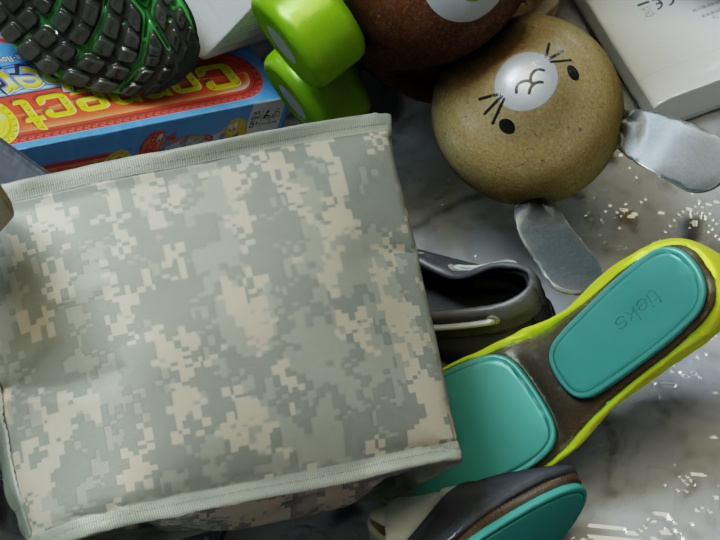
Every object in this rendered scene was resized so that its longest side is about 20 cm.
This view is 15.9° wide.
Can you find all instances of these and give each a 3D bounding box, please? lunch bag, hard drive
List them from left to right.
[{"bbox_3d":[-0.074,0.034,1.132,0.199,0.118,0.165,-9,78,-18],"label":"lunch bag"},{"bbox_3d":[0.173,-0.174,1.388,0.131,0.027,0.201,-20,55,-10],"label":"hard drive"}]

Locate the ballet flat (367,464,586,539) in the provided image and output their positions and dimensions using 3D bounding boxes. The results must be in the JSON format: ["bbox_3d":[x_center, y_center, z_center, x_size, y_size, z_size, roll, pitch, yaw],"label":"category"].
[{"bbox_3d":[0.015,0.143,1.143,0.073,0.073,0.200,35,66,26],"label":"ballet flat"}]

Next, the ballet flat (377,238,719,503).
[{"bbox_3d":[0.093,0.053,1.193,0.200,0.067,0.067,-35,74,20],"label":"ballet flat"}]

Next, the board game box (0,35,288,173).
[{"bbox_3d":[-0.170,-0.112,1.307,0.199,0.056,0.196,-14,50,-35],"label":"board game box"}]

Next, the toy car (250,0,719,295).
[{"bbox_3d":[0.074,-0.089,1.223,0.164,0.158,0.200,-38,76,-8],"label":"toy car"}]

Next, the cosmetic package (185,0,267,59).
[{"bbox_3d":[-0.032,-0.211,1.261,0.113,0.200,0.081,49,31,7],"label":"cosmetic package"}]

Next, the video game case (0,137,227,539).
[{"bbox_3d":[-0.130,0.042,1.179,0.200,0.019,0.143,37,53,-23],"label":"video game case"}]

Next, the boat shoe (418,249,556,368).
[{"bbox_3d":[0.000,0.000,1.250,0.199,0.063,0.073,15,56,15],"label":"boat shoe"}]

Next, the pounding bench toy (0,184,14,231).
[{"bbox_3d":[-0.253,0.010,1.041,0.199,0.124,0.157,12,76,15],"label":"pounding bench toy"}]

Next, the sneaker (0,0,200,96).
[{"bbox_3d":[-0.159,-0.161,1.263,0.200,0.078,0.085,37,20,4],"label":"sneaker"}]

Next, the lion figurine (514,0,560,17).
[{"bbox_3d":[0.039,-0.212,1.380,0.199,0.072,0.123,31,93,23],"label":"lion figurine"}]
